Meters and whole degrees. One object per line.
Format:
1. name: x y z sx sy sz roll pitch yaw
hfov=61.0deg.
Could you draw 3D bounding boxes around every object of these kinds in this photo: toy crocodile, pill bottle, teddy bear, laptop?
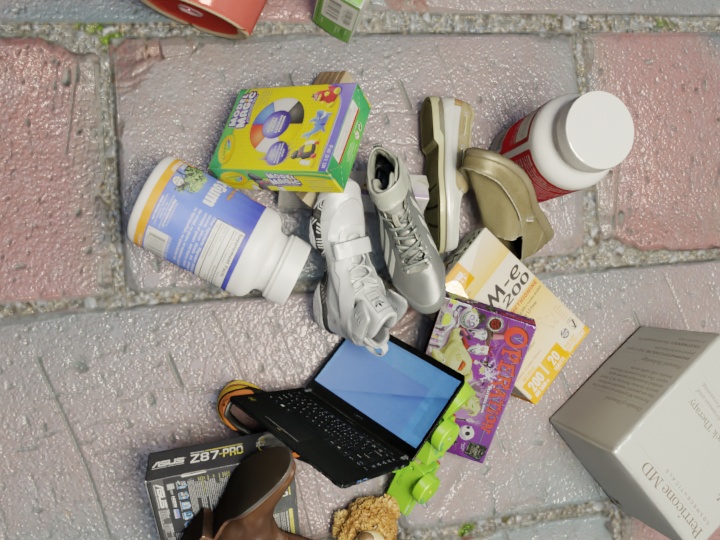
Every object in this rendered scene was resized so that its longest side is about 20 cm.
1. toy crocodile: 0.082 0.219 0.758 0.061 0.067 0.204 -6 122 -45
2. pill bottle: 0.244 -0.150 0.763 0.109 0.200 0.115 0 88 -10
3. pill bottle: -0.162 -0.040 0.728 0.197 0.112 0.114 27 83 -9
4. teddy bear: 0.028 0.388 0.757 0.142 0.066 0.205 1 96 27
5. laptop: -0.010 0.134 0.689 0.175 0.198 0.106 25 100 35

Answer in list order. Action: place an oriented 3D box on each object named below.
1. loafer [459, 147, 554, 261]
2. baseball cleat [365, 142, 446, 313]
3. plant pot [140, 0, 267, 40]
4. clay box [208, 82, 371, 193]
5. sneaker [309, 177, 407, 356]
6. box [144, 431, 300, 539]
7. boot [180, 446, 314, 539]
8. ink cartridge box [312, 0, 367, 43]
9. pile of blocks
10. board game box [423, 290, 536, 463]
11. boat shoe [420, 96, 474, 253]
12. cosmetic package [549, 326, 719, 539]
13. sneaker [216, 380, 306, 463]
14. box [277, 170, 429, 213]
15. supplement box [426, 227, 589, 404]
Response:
1. loafer: 0.185 -0.077 0.779 0.199 0.076 0.068 41 79 -36
2. baseball cleat: 0.044 -0.048 0.710 0.068 0.106 0.204 -22 77 10
3. plant pot: -0.173 -0.383 0.707 0.196 0.200 0.181 17 96 -9
4. clay box: -0.094 -0.154 0.712 0.196 0.048 0.117 6 68 29
5. sneaker: 0.000 0.000 0.708 0.074 0.114 0.204 -18 123 -37
6. box: -0.150 0.288 0.708 0.157 0.049 0.204 -7 117 -9
7. boot: -0.069 0.290 0.669 0.199 0.065 0.186 37 114 -25
8. ink cartridge box: 0.011 -0.409 0.778 0.058 0.104 0.203 26 83 -9
9. pile of blocks: -0.042 -0.156 0.766 0.062 0.081 0.204 35 56 -41
10. board game box: 0.130 0.137 0.767 0.117 0.032 0.204 15 110 0
11. boat shoe: 0.121 -0.125 0.803 0.067 0.075 0.206 -3 93 -13
12. cosmetic package: 0.396 0.205 0.796 0.199 0.166 0.168 -42 95 -8
13. sneaker: -0.084 0.196 0.745 0.196 0.090 0.071 23 84 -8
14. box: -0.009 -0.103 0.790 0.195 0.042 0.040 2 61 -10
15. supplement box: 0.185 0.060 0.808 0.199 0.073 0.127 42 82 -6
